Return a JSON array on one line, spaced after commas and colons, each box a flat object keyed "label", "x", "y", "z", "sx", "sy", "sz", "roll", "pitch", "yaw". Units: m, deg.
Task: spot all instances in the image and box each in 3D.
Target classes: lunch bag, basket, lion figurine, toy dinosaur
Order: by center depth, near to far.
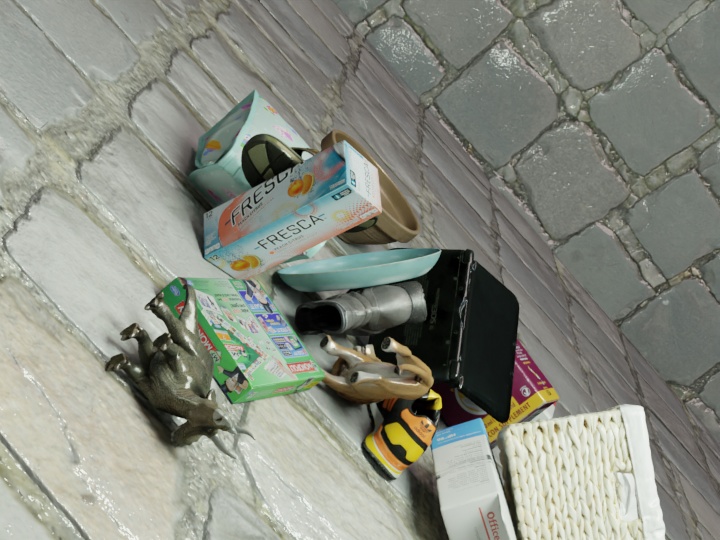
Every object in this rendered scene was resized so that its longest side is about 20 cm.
[{"label": "toy dinosaur", "x": -0.160, "y": 0.085, "z": 1.196, "sx": 0.102, "sy": 0.077, "sz": 0.200, "roll": 57, "pitch": 5, "yaw": -28}, {"label": "lion figurine", "x": 0.024, "y": 0.117, "z": 1.519, "sx": 0.122, "sy": 0.073, "sz": 0.200, "roll": 28, "pitch": -9, "yaw": -33}, {"label": "basket", "x": 0.251, "y": 0.262, "z": 1.583, "sx": 0.200, "sy": 0.161, "sz": 0.198, "roll": 77, "pitch": 5, "yaw": -82}, {"label": "lunch bag", "x": -0.114, "y": -0.104, "z": 1.669, "sx": 0.170, "sy": 0.122, "sz": 0.200, "roll": 47, "pitch": 13, "yaw": -19}]

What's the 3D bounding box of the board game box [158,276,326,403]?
[{"label": "board game box", "x": -0.117, "y": 0.068, "z": 1.415, "sx": 0.135, "sy": 0.029, "sz": 0.200, "roll": 55, "pitch": 15, "yaw": 12}]

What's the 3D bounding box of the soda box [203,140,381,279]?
[{"label": "soda box", "x": -0.077, "y": -0.062, "z": 1.508, "sx": 0.068, "sy": 0.200, "sz": 0.064, "roll": 38, "pitch": 36, "yaw": -44}]

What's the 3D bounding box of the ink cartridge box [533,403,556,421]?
[{"label": "ink cartridge box", "x": 0.197, "y": 0.150, "z": 2.059, "sx": 0.200, "sy": 0.083, "sz": 0.147, "roll": 52, "pitch": 14, "yaw": 2}]

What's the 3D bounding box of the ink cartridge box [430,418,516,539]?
[{"label": "ink cartridge box", "x": 0.128, "y": 0.266, "z": 1.514, "sx": 0.200, "sy": 0.068, "sz": 0.116, "roll": -95, "pitch": 167, "yaw": -67}]

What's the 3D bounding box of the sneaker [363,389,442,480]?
[{"label": "sneaker", "x": 0.061, "y": 0.166, "z": 1.586, "sx": 0.070, "sy": 0.090, "sz": 0.200, "roll": 48, "pitch": 15, "yaw": -9}]

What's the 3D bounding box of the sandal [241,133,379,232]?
[{"label": "sandal", "x": -0.059, "y": -0.104, "z": 1.570, "sx": 0.201, "sy": 0.080, "sz": 0.057, "roll": 31, "pitch": 53, "yaw": -42}]

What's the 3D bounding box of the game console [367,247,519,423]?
[{"label": "game console", "x": 0.108, "y": 0.083, "z": 1.775, "sx": 0.116, "sy": 0.176, "sz": 0.200, "roll": 78, "pitch": 17, "yaw": -52}]

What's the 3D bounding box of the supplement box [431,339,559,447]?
[{"label": "supplement box", "x": 0.155, "y": 0.134, "z": 1.875, "sx": 0.200, "sy": 0.131, "sz": 0.103, "roll": 53, "pitch": 15, "yaw": 14}]

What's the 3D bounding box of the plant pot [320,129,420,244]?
[{"label": "plant pot", "x": -0.008, "y": -0.105, "z": 2.050, "sx": 0.201, "sy": 0.093, "sz": 0.201, "roll": 46, "pitch": 16, "yaw": -17}]

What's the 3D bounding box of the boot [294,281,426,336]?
[{"label": "boot", "x": -0.022, "y": 0.048, "z": 1.635, "sx": 0.132, "sy": 0.200, "sz": 0.070, "roll": -9, "pitch": 84, "yaw": -27}]

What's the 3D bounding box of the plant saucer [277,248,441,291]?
[{"label": "plant saucer", "x": 0.000, "y": 0.000, "z": 1.673, "sx": 0.200, "sy": 0.200, "sz": 0.027, "roll": -32, "pitch": 115, "yaw": -76}]
